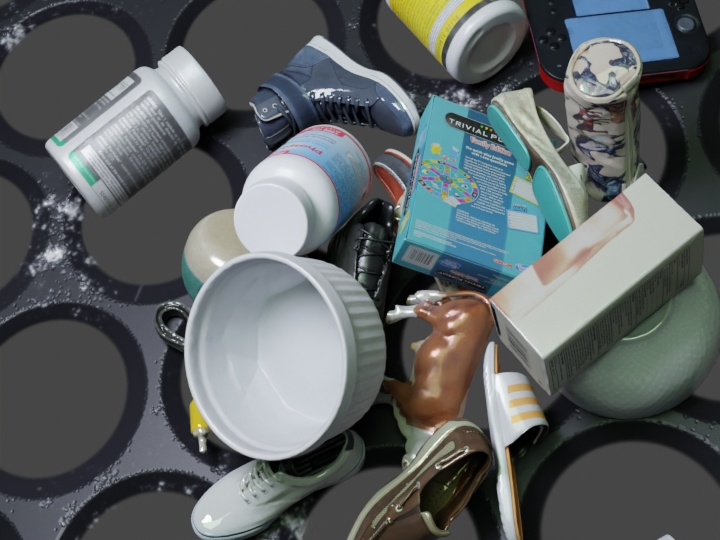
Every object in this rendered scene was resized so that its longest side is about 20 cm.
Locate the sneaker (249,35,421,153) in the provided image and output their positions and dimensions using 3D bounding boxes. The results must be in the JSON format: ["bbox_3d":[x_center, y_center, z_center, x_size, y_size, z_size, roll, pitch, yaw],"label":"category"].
[{"bbox_3d":[-0.037,-0.177,1.600,0.146,0.077,0.202,-40,52,-21],"label":"sneaker"}]

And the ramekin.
[{"bbox_3d":[-0.068,0.080,1.372,0.198,0.105,0.203,2,94,33],"label":"ramekin"}]

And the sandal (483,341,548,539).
[{"bbox_3d":[0.162,0.174,1.392,0.058,0.079,0.210,-9,71,7],"label":"sandal"}]

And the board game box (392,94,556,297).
[{"bbox_3d":[0.124,-0.076,1.482,0.149,0.047,0.202,19,54,-9],"label":"board game box"}]

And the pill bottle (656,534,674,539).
[{"bbox_3d":[0.220,0.330,1.275,0.198,0.113,0.113,-29,61,-2],"label":"pill bottle"}]

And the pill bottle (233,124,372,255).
[{"bbox_3d":[-0.063,-0.081,1.491,0.107,0.110,0.200,6,21,15],"label":"pill bottle"}]

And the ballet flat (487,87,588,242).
[{"bbox_3d":[0.203,-0.113,1.460,0.062,0.068,0.202,-22,69,-13],"label":"ballet flat"}]

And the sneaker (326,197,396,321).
[{"bbox_3d":[0.000,0.000,1.467,0.075,0.091,0.202,20,41,-17],"label":"sneaker"}]

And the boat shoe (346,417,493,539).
[{"bbox_3d":[0.056,0.237,1.352,0.203,0.074,0.075,-55,24,3],"label":"boat shoe"}]

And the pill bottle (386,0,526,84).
[{"bbox_3d":[0.096,-0.322,1.630,0.111,0.112,0.201,-36,62,-6],"label":"pill bottle"}]

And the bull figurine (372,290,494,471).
[{"bbox_3d":[0.070,0.111,1.439,0.120,0.065,0.202,19,78,24],"label":"bull figurine"}]

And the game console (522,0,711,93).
[{"bbox_3d":[0.290,-0.288,1.592,0.197,0.031,0.179,-6,63,-4],"label":"game console"}]

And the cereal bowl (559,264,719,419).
[{"bbox_3d":[0.272,0.044,1.422,0.197,0.084,0.203,-6,62,11],"label":"cereal bowl"}]

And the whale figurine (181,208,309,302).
[{"bbox_3d":[-0.104,0.019,1.523,0.198,0.104,0.160,27,36,2],"label":"whale figurine"}]

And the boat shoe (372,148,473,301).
[{"bbox_3d":[0.069,-0.050,1.526,0.062,0.071,0.201,-33,67,-9],"label":"boat shoe"}]

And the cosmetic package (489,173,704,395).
[{"bbox_3d":[0.229,0.014,1.342,0.199,0.104,0.087,-37,62,-8],"label":"cosmetic package"}]

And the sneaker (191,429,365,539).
[{"bbox_3d":[-0.091,0.212,1.430,0.198,0.071,0.073,-30,61,-3],"label":"sneaker"}]

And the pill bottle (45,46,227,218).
[{"bbox_3d":[-0.261,-0.166,1.635,0.199,0.113,0.113,-39,62,-8],"label":"pill bottle"}]

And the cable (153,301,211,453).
[{"bbox_3d":[-0.163,0.101,1.514,0.096,0.050,0.201,-25,62,-4],"label":"cable"}]

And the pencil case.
[{"bbox_3d":[0.260,-0.155,1.455,0.089,0.201,0.078,33,70,28],"label":"pencil case"}]
